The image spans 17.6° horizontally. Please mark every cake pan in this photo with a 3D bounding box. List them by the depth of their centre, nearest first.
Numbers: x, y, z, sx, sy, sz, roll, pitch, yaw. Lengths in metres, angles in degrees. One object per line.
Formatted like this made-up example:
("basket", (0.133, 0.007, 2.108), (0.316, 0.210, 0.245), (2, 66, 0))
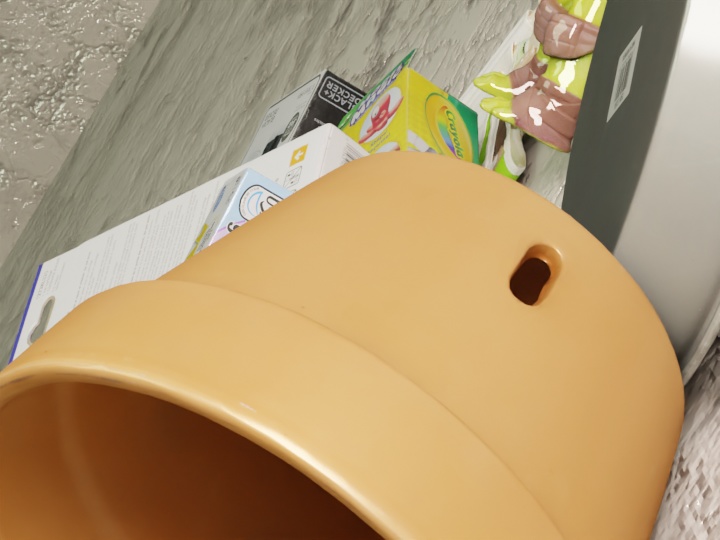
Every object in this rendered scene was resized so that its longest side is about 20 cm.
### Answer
("cake pan", (0.101, -0.060, 0.733), (0.200, 0.037, 0.201), (-167, 90, -87))

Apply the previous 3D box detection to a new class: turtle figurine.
("turtle figurine", (0.103, -0.137, 0.968), (0.162, 0.064, 0.200), (-65, 20, 17))

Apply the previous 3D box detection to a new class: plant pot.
("plant pot", (0.003, 0.060, 0.682), (0.140, 0.200, 0.200), (-49, 4, -35))

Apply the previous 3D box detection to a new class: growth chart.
("growth chart", (0.044, -0.035, 1.078), (0.145, 0.018, 0.200), (-47, 18, 44))

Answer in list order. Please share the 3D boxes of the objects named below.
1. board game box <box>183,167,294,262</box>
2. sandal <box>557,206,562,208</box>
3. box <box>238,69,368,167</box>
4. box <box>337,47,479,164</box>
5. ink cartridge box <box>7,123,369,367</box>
("board game box", (-0.032, 0.082, 0.851), (0.200, 0.134, 0.034), (-64, 14, -15))
("sandal", (0.035, 0.068, 0.803), (0.050, 0.082, 0.203), (62, -138, -52))
("box", (-0.054, -0.003, 1.287), (0.200, 0.060, 0.117), (-64, 13, -16))
("box", (0.000, 0.000, 1.011), (0.117, 0.048, 0.200), (-41, 32, 33))
("ink cartridge box", (-0.081, 0.011, 1.024), (0.200, 0.037, 0.095), (-21, 44, 38))
